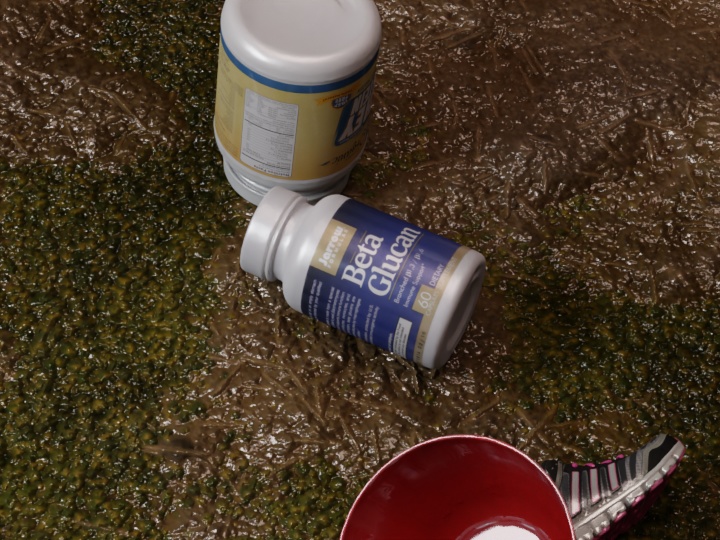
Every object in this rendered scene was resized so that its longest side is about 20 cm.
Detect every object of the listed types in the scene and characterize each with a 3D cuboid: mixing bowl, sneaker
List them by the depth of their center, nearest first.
[{"bbox_3d":[0.091,0.235,1.627,0.199,0.108,0.201,-8,72,24],"label":"mixing bowl"},{"bbox_3d":[0.184,0.183,1.732,0.200,0.074,0.087,-35,67,-26],"label":"sneaker"}]

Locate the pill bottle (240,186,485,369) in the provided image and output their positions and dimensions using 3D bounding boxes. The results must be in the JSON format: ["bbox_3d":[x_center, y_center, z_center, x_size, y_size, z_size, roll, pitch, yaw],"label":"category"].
[{"bbox_3d":[0.000,0.000,1.841,0.199,0.111,0.111,23,50,12],"label":"pill bottle"}]

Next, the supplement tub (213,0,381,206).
[{"bbox_3d":[-0.060,-0.164,1.915,0.144,0.200,0.145,4,50,-4],"label":"supplement tub"}]
